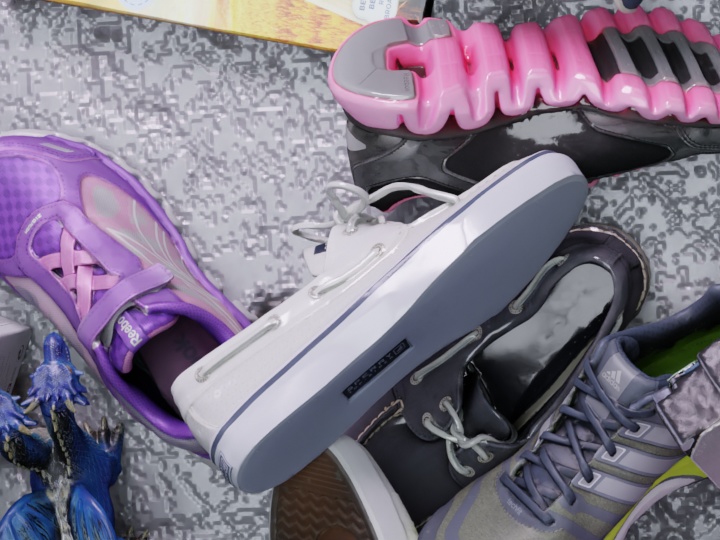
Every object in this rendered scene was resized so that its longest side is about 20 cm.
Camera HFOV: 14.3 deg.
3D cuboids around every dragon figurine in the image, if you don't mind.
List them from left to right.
[{"bbox_3d":[-0.130,0.124,1.292,0.059,0.099,0.200,-9,97,9],"label":"dragon figurine"}]

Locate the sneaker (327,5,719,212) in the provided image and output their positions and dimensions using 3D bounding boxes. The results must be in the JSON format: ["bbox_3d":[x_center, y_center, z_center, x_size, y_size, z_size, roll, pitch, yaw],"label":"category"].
[{"bbox_3d":[0.085,-0.061,1.275,0.200,0.079,0.095,0,128,-1],"label":"sneaker"}]

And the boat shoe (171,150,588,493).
[{"bbox_3d":[0.000,0.002,1.236,0.202,0.075,0.086,-41,64,-3],"label":"boat shoe"}]

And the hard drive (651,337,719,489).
[{"bbox_3d":[0.230,0.031,1.195,0.200,0.140,0.038,-35,55,8],"label":"hard drive"}]

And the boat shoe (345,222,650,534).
[{"bbox_3d":[0.049,0.057,1.281,0.073,0.063,0.200,45,100,1],"label":"boat shoe"}]

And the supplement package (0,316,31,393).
[{"bbox_3d":[-0.260,0.076,1.260,0.151,0.200,0.152,20,95,7],"label":"supplement package"}]

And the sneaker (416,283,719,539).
[{"bbox_3d":[0.101,0.071,1.232,0.200,0.081,0.074,-37,53,-18],"label":"sneaker"}]

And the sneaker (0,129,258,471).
[{"bbox_3d":[-0.107,0.012,1.291,0.200,0.088,0.080,44,100,5],"label":"sneaker"}]

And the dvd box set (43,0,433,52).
[{"bbox_3d":[-0.057,-0.180,1.302,0.200,0.029,0.146,11,95,8],"label":"dvd box set"}]

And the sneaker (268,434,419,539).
[{"bbox_3d":[0.022,0.160,1.279,0.073,0.085,0.200,-13,98,40],"label":"sneaker"}]

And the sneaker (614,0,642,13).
[{"bbox_3d":[0.042,-0.161,1.239,0.200,0.067,0.090,11,111,16],"label":"sneaker"}]
